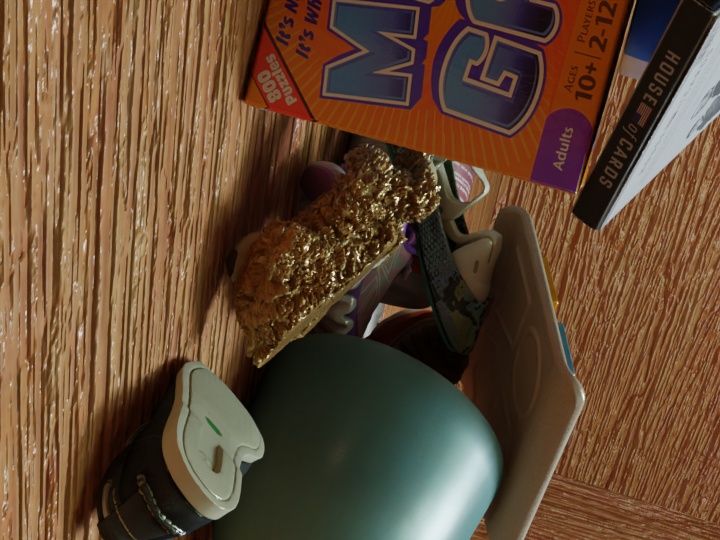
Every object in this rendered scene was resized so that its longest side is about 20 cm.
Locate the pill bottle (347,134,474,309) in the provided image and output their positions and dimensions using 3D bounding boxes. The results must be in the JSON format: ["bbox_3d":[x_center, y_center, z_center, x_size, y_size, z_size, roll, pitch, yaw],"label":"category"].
[{"bbox_3d":[0.039,-0.079,1.228,0.110,0.108,0.203,75,32,-75],"label":"pill bottle"}]

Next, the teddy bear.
[{"bbox_3d":[-0.020,-0.019,0.947,0.200,0.067,0.145,-41,173,-32],"label":"teddy bear"}]

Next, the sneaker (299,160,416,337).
[{"bbox_3d":[0.000,0.000,1.111,0.088,0.081,0.202,-17,137,-28],"label":"sneaker"}]

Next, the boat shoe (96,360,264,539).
[{"bbox_3d":[-0.101,0.102,0.832,0.067,0.072,0.200,-38,-175,9],"label":"boat shoe"}]

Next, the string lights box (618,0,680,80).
[{"bbox_3d":[0.213,-0.208,0.922,0.201,0.058,0.104,87,22,-67],"label":"string lights box"}]

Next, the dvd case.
[{"bbox_3d":[0.200,-0.122,0.855,0.200,0.025,0.151,-38,157,-47],"label":"dvd case"}]

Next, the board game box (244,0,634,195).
[{"bbox_3d":[0.067,-0.172,0.906,0.200,0.197,0.203,-31,136,-79],"label":"board game box"}]

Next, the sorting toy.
[{"bbox_3d":[0.121,0.081,1.138,0.201,0.036,0.187,-102,-159,-47],"label":"sorting toy"}]

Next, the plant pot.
[{"bbox_3d":[-0.016,0.173,1.071,0.202,0.198,0.162,97,20,-51],"label":"plant pot"}]

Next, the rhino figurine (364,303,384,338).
[{"bbox_3d":[-0.008,0.032,1.304,0.087,0.059,0.203,12,92,-85],"label":"rhino figurine"}]

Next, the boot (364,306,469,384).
[{"bbox_3d":[0.001,0.103,1.232,0.199,0.075,0.107,-35,-164,5],"label":"boot"}]

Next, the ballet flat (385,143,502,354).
[{"bbox_3d":[0.072,-0.037,1.134,0.074,0.073,0.203,-36,109,-77],"label":"ballet flat"}]
